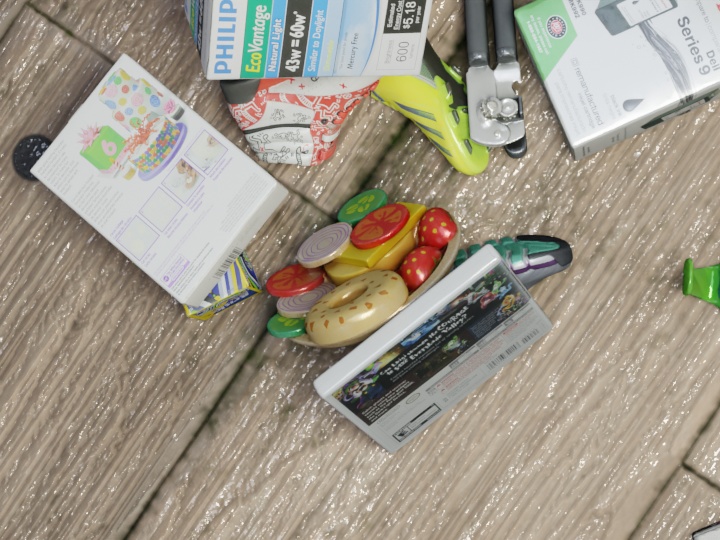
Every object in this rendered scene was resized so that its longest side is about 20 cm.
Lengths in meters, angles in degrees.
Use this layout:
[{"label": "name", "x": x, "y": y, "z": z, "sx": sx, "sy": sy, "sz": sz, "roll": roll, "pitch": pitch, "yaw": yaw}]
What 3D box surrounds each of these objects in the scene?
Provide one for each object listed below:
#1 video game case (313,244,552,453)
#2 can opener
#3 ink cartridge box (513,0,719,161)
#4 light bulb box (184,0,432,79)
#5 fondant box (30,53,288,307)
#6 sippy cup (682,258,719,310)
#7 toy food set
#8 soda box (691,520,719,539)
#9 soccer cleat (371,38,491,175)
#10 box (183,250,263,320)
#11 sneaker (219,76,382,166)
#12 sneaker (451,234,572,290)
[{"label": "video game case", "x": 0.070, "y": 0.075, "z": 1.617, "sx": 0.200, "sy": 0.182, "sz": 0.023, "roll": -38, "pitch": 60, "yaw": 4}, {"label": "can opener", "x": 0.125, "y": -0.206, "z": 1.699, "sx": 0.052, "sy": 0.066, "sz": 0.202, "roll": -5, "pitch": 75, "yaw": 7}, {"label": "ink cartridge box", "x": 0.262, "y": -0.212, "z": 1.659, "sx": 0.199, "sy": 0.084, "sz": 0.147, "roll": -24, "pitch": 81, "yaw": 6}, {"label": "light bulb box", "x": -0.043, "y": -0.281, "z": 1.542, "sx": 0.198, "sy": 0.199, "sz": 0.125, "roll": -4, "pitch": 40, "yaw": -15}, {"label": "fondant box", "x": -0.189, "y": -0.084, "z": 1.671, "sx": 0.200, "sy": 0.058, "sz": 0.145, "roll": 40, "pitch": 92, "yaw": 10}, {"label": "sippy cup", "x": 0.389, "y": 0.011, "z": 1.593, "sx": 0.177, "sy": 0.130, "sz": 0.140, "roll": -33, "pitch": 80, "yaw": 5}, {"label": "toy food set", "x": 0.000, "y": 0.000, "z": 1.641, "sx": 0.200, "sy": 0.197, "sz": 0.049, "roll": -45, "pitch": 119, "yaw": -23}, {"label": "soda box", "x": 0.366, "y": 0.320, "z": 1.600, "sx": 0.070, "sy": 0.063, "sz": 0.201, "roll": -23, "pitch": 81, "yaw": 6}, {"label": "soccer cleat", "x": 0.055, "y": -0.172, "z": 1.712, "sx": 0.084, "sy": 0.065, "sz": 0.201, "roll": -36, "pitch": 83, "yaw": 34}, {"label": "box", "x": -0.170, "y": -0.057, "z": 1.727, "sx": 0.070, "sy": 0.064, "sz": 0.201, "roll": -26, "pitch": 81, "yaw": 6}, {"label": "sneaker", "x": -0.025, "y": -0.165, "z": 1.692, "sx": 0.200, "sy": 0.067, "sz": 0.108, "roll": -14, "pitch": 123, "yaw": 14}, {"label": "sneaker", "x": 0.108, "y": 0.026, "z": 1.682, "sx": 0.198, "sy": 0.074, "sz": 0.088, "roll": -13, "pitch": 107, "yaw": 9}]
